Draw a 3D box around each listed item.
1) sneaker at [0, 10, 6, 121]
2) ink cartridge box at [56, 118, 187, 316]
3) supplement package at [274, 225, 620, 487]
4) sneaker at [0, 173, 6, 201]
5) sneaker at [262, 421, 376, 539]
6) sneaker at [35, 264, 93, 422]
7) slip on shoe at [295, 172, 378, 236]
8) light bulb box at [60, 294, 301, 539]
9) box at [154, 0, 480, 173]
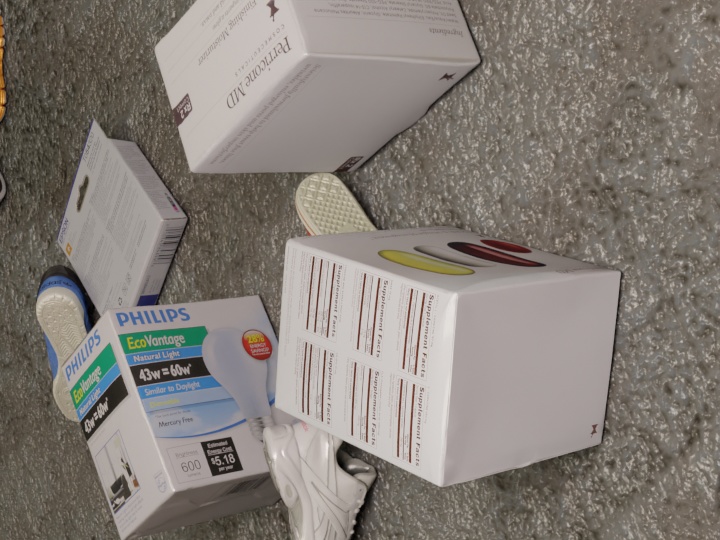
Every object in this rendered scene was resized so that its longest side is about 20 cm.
[{"bbox_3d":[-0.549,-0.307,1.816,0.078,0.077,0.203,-11,84,51],"label":"sneaker"},{"bbox_3d":[-0.294,-0.049,1.569,0.201,0.043,0.197,53,132,35],"label":"ink cartridge box"},{"bbox_3d":[0.068,0.057,1.035,0.199,0.190,0.149,18,108,47],"label":"supplement package"},{"bbox_3d":[-0.587,-0.166,1.877,0.112,0.073,0.202,-35,69,44],"label":"sneaker"},{"bbox_3d":[-0.025,0.231,1.253,0.078,0.098,0.202,-121,15,-63],"label":"sneaker"},{"bbox_3d":[-0.368,0.089,1.653,0.112,0.076,0.202,-107,5,-59],"label":"sneaker"},{"bbox_3d":[0.000,0.000,1.216,0.201,0.074,0.061,59,168,19],"label":"slip on shoe"},{"bbox_3d":[-0.172,0.145,1.324,0.125,0.197,0.202,-43,63,41],"label":"light bulb box"},{"bbox_3d":[-0.041,-0.188,1.130,0.199,0.198,0.132,-36,66,45],"label":"box"}]
